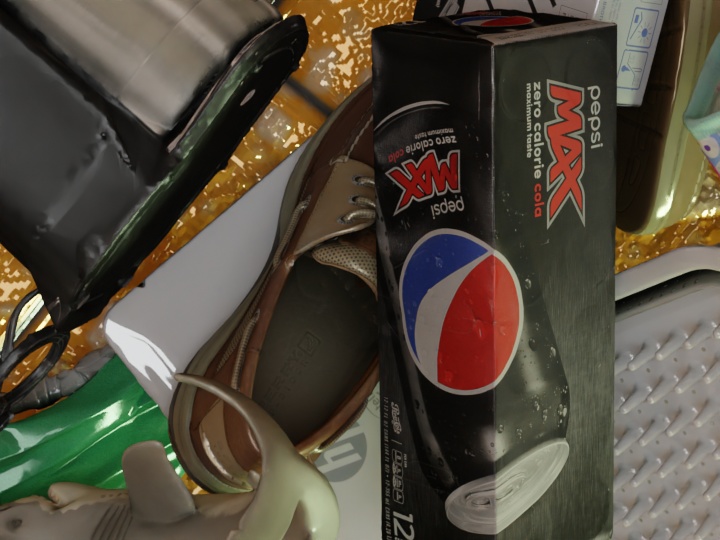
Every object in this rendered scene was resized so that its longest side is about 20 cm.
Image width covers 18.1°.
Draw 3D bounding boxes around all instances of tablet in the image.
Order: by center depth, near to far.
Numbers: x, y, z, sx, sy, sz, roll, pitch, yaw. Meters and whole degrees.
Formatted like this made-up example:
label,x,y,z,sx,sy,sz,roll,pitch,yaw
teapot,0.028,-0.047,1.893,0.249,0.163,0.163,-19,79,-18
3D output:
label,x,y,z,sx,sy,sz,roll,pitch,yaw
tablet,0.002,0.058,0.913,0.130,0.014,0.200,-42,98,-21

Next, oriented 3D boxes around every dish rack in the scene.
label,x,y,z,sx,sy,sz,roll,pitch,yaw
dish rack,0.140,0.087,0.878,0.171,0.044,0.200,-25,98,46

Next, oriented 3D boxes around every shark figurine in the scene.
label,x,y,z,sx,sy,sz,roll,pitch,yaw
shark figurine,-0.047,0.109,0.799,0.128,0.214,0.090,19,68,-24

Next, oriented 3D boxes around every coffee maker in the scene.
label,x,y,z,sx,sy,sz,roll,pitch,yaw
coffee maker,-0.151,-0.081,0.839,0.200,0.135,0.192,39,75,3

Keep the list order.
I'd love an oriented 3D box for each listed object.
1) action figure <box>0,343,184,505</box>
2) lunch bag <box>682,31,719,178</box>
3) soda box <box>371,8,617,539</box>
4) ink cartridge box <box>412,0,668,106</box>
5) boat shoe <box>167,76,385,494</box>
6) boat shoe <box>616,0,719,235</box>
label,x,y,z,sx,sy,sz,roll,pitch,yaw
action figure,-0.126,0.082,0.908,0.200,0.055,0.118,-36,130,-11
lunch bag,0.217,-0.053,0.832,0.122,0.200,0.171,-22,111,31
soda box,0.050,0.008,0.830,0.071,0.063,0.201,-14,109,-41
ink cartridge box,0.085,-0.171,0.857,0.044,0.094,0.201,2,107,-44
boat shoe,0.000,0.000,0.873,0.076,0.072,0.200,31,72,-15
boat shoe,0.139,-0.110,0.887,0.064,0.071,0.201,6,100,-23
